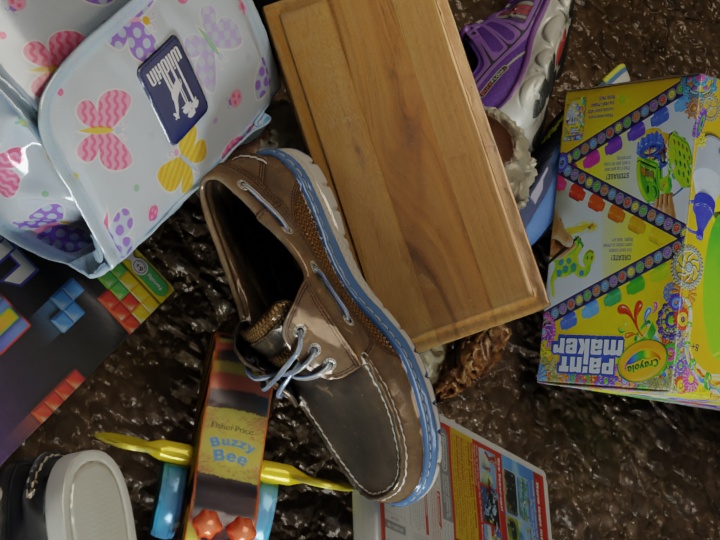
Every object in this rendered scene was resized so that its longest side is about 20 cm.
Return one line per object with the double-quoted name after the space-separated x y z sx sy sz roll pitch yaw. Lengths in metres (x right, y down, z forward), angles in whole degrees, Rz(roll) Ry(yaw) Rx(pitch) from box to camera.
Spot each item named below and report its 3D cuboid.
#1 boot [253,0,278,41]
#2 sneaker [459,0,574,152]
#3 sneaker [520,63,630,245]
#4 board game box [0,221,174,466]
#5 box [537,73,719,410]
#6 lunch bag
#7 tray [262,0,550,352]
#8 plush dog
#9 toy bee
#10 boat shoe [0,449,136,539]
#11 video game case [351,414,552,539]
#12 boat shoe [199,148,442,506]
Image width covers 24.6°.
-0.085 -0.204 1.043 0.169 0.076 0.200 51 43 4 "boot"
0.103 -0.164 1.153 0.083 0.081 0.201 13 41 9 "sneaker"
0.156 -0.065 1.138 0.082 0.074 0.200 48 51 -6 "sneaker"
-0.221 -0.004 0.863 0.200 0.057 0.166 46 49 -5 "board game box"
0.234 -0.008 1.078 0.198 0.121 0.195 10 84 -37 "box"
-0.149 -0.118 0.853 0.200 0.127 0.170 47 54 -4 "lunch bag"
0.024 -0.060 0.893 0.098 0.037 0.202 -18 86 -3 "tray"
0.000 0.000 0.980 0.197 0.161 0.174 1 78 -2 "plush dog"
-0.065 0.119 0.846 0.129 0.109 0.202 -8 72 -17 "toy bee"
-0.145 0.190 0.808 0.074 0.060 0.203 -7 89 -59 "boat shoe"
0.057 0.158 0.938 0.199 0.017 0.144 32 48 -48 "video game case"
-0.029 0.033 0.846 0.072 0.072 0.201 -10 67 -49 "boat shoe"
